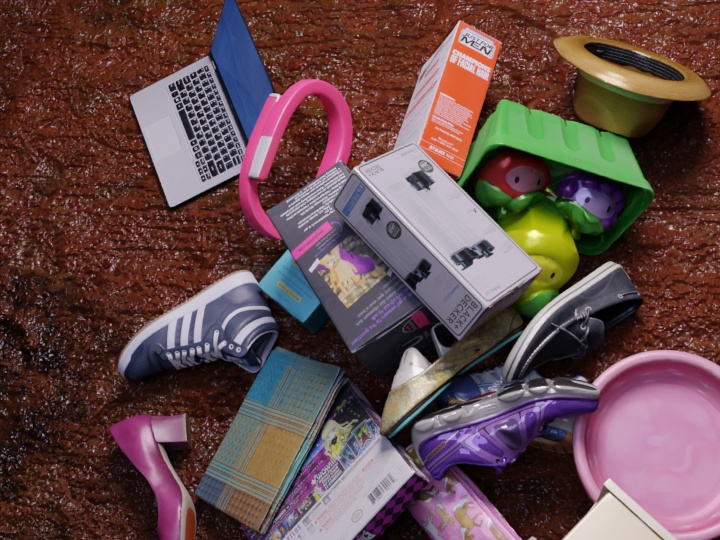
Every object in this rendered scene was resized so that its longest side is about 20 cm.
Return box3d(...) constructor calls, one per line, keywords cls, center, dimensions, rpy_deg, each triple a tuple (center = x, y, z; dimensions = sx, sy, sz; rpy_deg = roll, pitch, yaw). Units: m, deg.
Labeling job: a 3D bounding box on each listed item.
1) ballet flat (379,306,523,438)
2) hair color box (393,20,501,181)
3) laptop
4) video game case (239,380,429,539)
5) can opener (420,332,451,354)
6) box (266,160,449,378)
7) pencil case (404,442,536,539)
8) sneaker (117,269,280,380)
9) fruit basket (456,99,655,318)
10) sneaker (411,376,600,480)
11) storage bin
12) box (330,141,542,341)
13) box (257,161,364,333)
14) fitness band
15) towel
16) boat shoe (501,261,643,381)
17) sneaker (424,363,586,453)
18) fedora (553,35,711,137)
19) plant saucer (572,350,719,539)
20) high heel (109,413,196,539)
box3d(cls="ballet flat", center=(0.084, 0.096, 1.202), dimensions=(0.200, 0.071, 0.071), rpy_deg=(-37, 65, -15))
box3d(cls="hair color box", center=(0.094, -0.178, 1.326), dimensions=(0.064, 0.111, 0.200), rpy_deg=(24, 63, -12))
box3d(cls="laptop", center=(-0.205, -0.217, 1.446), dimensions=(0.200, 0.116, 0.188), rpy_deg=(-26, 66, 5))
box3d(cls="video game case", center=(-0.040, 0.241, 1.229), dimensions=(0.200, 0.036, 0.181), rpy_deg=(-48, 40, 4))
box3d(cls="can opener", center=(0.119, 0.015, 1.322), dimensions=(0.200, 0.053, 0.067), rpy_deg=(-43, 98, -3))
box3d(cls="box", center=(0.000, 0.000, 1.254), dimensions=(0.106, 0.122, 0.200), rpy_deg=(-33, 66, 4))
box3d(cls="pencil case", center=(0.110, 0.264, 1.209), dimensions=(0.086, 0.083, 0.200), rpy_deg=(-42, 65, -2))
box3d(cls="sneaker", center=(-0.190, 0.095, 1.357), dimensions=(0.200, 0.070, 0.109), rpy_deg=(-35, 64, -2))
box3d(cls="fruit basket", center=(0.201, -0.059, 1.239), dimensions=(0.215, 0.156, 0.216), rpy_deg=(11, 55, -16))
box3d(cls="sneaker", center=(0.155, 0.164, 1.175), dimensions=(0.199, 0.081, 0.084), rpy_deg=(-19, 88, 9))
box3d(cls="storage bin", center=(0.270, 0.333, 1.083), dimensions=(0.094, 0.199, 0.200), rpy_deg=(-40, 65, -20))
box3d(cls="box", center=(0.079, -0.034, 1.176), dimensions=(0.200, 0.117, 0.060), rpy_deg=(45, 131, 12))
box3d(cls="box", center=(-0.026, -0.028, 1.367), dimensions=(0.082, 0.049, 0.200), rpy_deg=(37, 84, 23))
box3d(cls="fitness band", center=(-0.076, -0.133, 1.367), dimensions=(0.037, 0.144, 0.201), rpy_deg=(14, 78, 38))
box3d(cls="towel", center=(-0.102, 0.188, 1.290), dimensions=(0.146, 0.022, 0.200), rpy_deg=(13, 72, 52))
box3d(cls="boat shoe", center=(0.232, 0.062, 1.226), dimensions=(0.200, 0.075, 0.062), rpy_deg=(-33, 65, -28))
box3d(cls="sneaker", center=(0.156, 0.137, 1.255), dimensions=(0.199, 0.075, 0.088), rpy_deg=(14, 67, 10))
box3d(cls="fedora", center=(0.301, -0.205, 1.297), dimensions=(0.200, 0.200, 0.082), rpy_deg=(25, 116, 22))
box3d(cls="plant saucer", center=(0.320, 0.186, 1.183), dimensions=(0.200, 0.051, 0.201), rpy_deg=(-1, 71, 3))
box3d(cls="high heel", center=(-0.243, 0.262, 1.313), dimensions=(0.096, 0.068, 0.200), rpy_deg=(-8, 54, 2))
